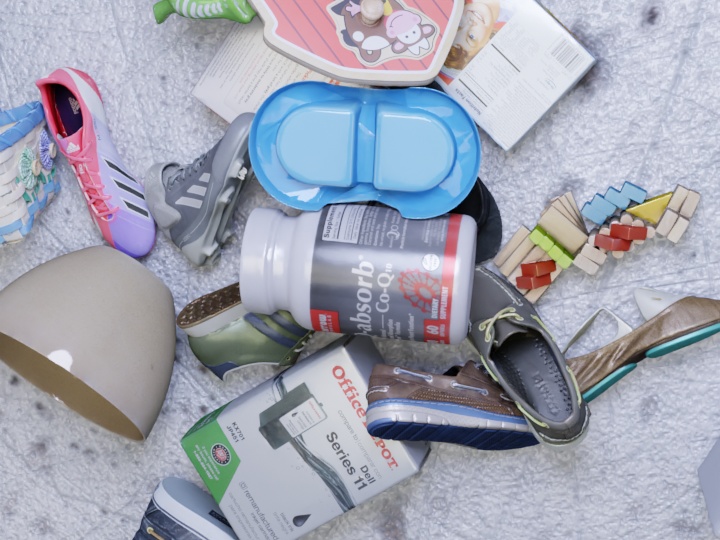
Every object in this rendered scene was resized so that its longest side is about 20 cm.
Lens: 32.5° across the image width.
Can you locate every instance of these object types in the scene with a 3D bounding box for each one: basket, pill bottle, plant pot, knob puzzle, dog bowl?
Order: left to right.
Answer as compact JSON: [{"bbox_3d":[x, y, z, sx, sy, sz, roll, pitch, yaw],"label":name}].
[{"bbox_3d":[-0.379,-0.129,1.189,0.138,0.177,0.201,-21,114,14],"label":"basket"},{"bbox_3d":[-0.257,0.055,1.199,0.200,0.200,0.135,29,70,6],"label":"plant pot"},{"bbox_3d":[0.000,0.000,1.098,0.199,0.116,0.117,5,101,7],"label":"pill bottle"},{"bbox_3d":[0.003,-0.241,1.032,0.218,0.030,0.221,3,70,-9],"label":"knob puzzle"},{"bbox_3d":[0.005,-0.108,1.067,0.199,0.050,0.112,4,106,5],"label":"dog bowl"}]

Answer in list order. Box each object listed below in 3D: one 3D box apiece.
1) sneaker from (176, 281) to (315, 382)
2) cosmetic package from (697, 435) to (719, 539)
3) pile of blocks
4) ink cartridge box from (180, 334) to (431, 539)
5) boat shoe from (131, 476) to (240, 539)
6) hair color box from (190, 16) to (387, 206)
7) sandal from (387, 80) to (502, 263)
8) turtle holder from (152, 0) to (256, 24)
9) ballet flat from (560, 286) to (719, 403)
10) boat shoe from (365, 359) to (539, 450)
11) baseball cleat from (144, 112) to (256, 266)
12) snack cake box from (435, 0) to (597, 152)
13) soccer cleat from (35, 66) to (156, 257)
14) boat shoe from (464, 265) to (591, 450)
[{"bbox_3d":[-0.073,0.047,1.212,0.199,0.067,0.090,-20,117,5],"label":"sneaker"},{"bbox_3d":[0.426,0.181,1.069,0.199,0.166,0.168,29,104,5],"label":"cosmetic package"},{"bbox_3d":[0.213,-0.036,1.131,0.199,0.062,0.082,-25,94,14],"label":"pile of blocks"},{"bbox_3d":[-0.051,0.169,1.212,0.199,0.083,0.147,-32,92,14],"label":"ink cartridge box"},{"bbox_3d":[-0.141,0.302,1.265,0.200,0.071,0.091,33,106,12],"label":"boat shoe"},{"bbox_3d":[-0.046,-0.153,1.166,0.200,0.064,0.111,37,103,5],"label":"hair color box"},{"bbox_3d":[0.076,-0.081,1.122,0.075,0.048,0.201,-30,120,-2],"label":"sandal"},{"bbox_3d":[-0.134,-0.300,1.101,0.131,0.186,0.142,-12,111,-3],"label":"turtle holder"},{"bbox_3d":[0.252,0.060,1.146,0.199,0.068,0.073,-32,73,19],"label":"ballet flat"},{"bbox_3d":[0.100,0.122,1.154,0.199,0.072,0.073,10,63,-25],"label":"boat shoe"},{"bbox_3d":[-0.154,-0.086,1.164,0.106,0.070,0.200,36,133,9],"label":"baseball cleat"},{"bbox_3d":[0.104,-0.218,1.120,0.200,0.067,0.115,45,106,2],"label":"snack cake box"},{"bbox_3d":[-0.263,-0.103,1.213,0.066,0.076,0.201,-19,93,18],"label":"soccer cleat"},{"bbox_3d":[0.143,0.069,1.128,0.072,0.060,0.202,-30,64,-3],"label":"boat shoe"}]
